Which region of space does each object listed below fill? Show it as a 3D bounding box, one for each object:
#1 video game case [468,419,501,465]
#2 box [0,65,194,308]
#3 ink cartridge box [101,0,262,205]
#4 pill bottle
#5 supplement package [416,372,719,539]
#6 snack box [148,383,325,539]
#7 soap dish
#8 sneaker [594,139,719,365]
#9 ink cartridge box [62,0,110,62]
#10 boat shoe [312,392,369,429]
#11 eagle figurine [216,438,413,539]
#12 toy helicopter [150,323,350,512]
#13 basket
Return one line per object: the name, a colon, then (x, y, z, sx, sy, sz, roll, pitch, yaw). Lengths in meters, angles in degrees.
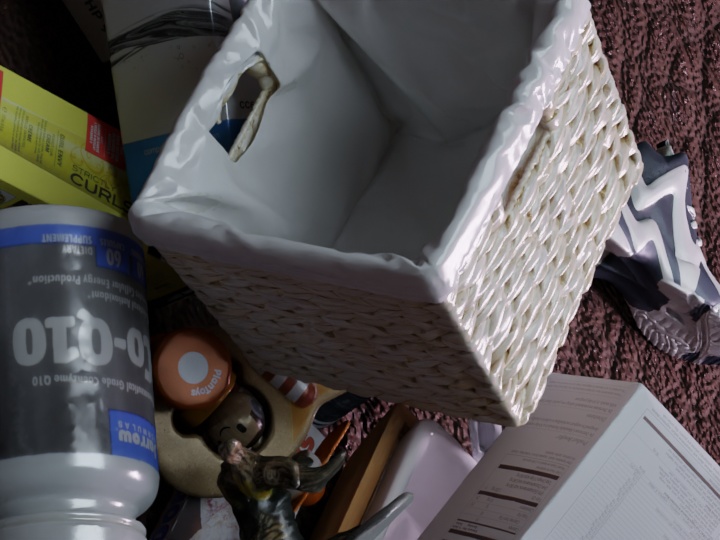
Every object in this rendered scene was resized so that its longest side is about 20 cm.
video game case: (0.066, 0.004, 1.614, 0.182, 0.024, 0.201, 79, 5, -62)
box: (-0.169, -0.051, 1.506, 0.200, 0.050, 0.076, 29, 53, -37)
ink cartridge box: (-0.073, -0.134, 1.530, 0.146, 0.086, 0.201, -5, 87, -54)
pill bottle: (-0.166, 0.076, 1.399, 0.114, 0.114, 0.201, 15, 62, -44)
supplement package: (0.108, 0.170, 1.494, 0.114, 0.109, 0.200, 46, 73, -19)
snack box: (-0.080, 0.150, 1.530, 0.072, 0.024, 0.200, 47, 43, -21)
soap dish: (0.048, 0.204, 1.605, 0.200, 0.081, 0.158, 48, 43, -21)
sneaker: (0.227, -0.027, 1.918, 0.199, 0.079, 0.130, 34, 58, -21)
ink cartridge box: (-0.138, -0.210, 1.603, 0.116, 0.067, 0.200, 57, 40, -13)
boat shoe: (0.000, 0.000, 1.640, 0.071, 0.091, 0.201, 29, 52, -37)
eagle figurine: (-0.059, 0.198, 1.408, 0.152, 0.151, 0.201, 11, 74, -51)
toy helicopter: (-0.031, 0.073, 1.519, 0.199, 0.079, 0.133, -22, 92, -19)
basket: (0.024, -0.046, 1.400, 0.199, 0.199, 0.161, -63, 143, -24)
